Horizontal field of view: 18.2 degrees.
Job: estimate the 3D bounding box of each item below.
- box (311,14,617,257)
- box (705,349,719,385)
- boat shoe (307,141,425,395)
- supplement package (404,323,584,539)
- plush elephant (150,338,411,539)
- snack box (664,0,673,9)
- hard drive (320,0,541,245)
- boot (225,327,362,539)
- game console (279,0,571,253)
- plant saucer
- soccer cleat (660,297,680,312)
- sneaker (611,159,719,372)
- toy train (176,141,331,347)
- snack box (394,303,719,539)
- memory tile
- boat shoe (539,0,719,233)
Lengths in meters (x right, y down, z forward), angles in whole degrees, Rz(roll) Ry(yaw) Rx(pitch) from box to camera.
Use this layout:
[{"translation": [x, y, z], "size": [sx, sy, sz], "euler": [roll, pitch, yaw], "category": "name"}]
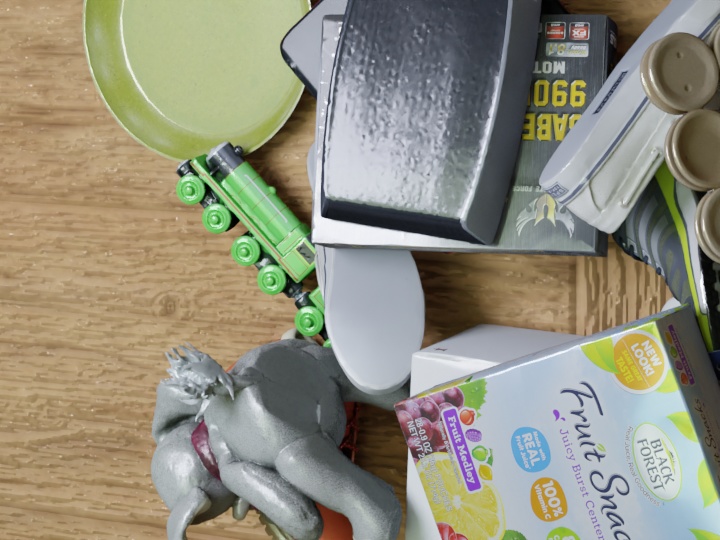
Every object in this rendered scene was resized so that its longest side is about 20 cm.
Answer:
[{"translation": [0.070, -0.091, 1.512], "size": [0.199, 0.048, 0.159], "euler": [3, 86, 17], "category": "box"}, {"translation": [0.279, 0.125, 1.450], "size": [0.121, 0.032, 0.200], "euler": [-12, 128, 29], "category": "box"}, {"translation": [0.000, 0.000, 1.586], "size": [0.072, 0.066, 0.201], "euler": [-14, 66, -4], "category": "boat shoe"}, {"translation": [0.106, 0.149, 1.559], "size": [0.117, 0.117, 0.201], "euler": [7, 103, 27], "category": "supplement package"}, {"translation": [-0.077, 0.132, 1.571], "size": [0.155, 0.199, 0.165], "euler": [-47, 32, 42], "category": "plush elephant"}, {"translation": [0.292, -0.130, 1.466], "size": [0.200, 0.024, 0.072], "euler": [45, 114, 14], "category": "snack box"}, {"translation": [0.043, -0.125, 1.475], "size": [0.134, 0.042, 0.201], "euler": [10, 88, 17], "category": "hard drive"}, {"translation": [-0.031, 0.141, 1.658], "size": [0.107, 0.075, 0.200], "euler": [-37, 80, 23], "category": "boot"}, {"translation": [0.063, -0.140, 1.557], "size": [0.177, 0.031, 0.200], "euler": [-41, 78, 10], "category": "game console"}, {"translation": [-0.116, -0.180, 1.669], "size": [0.199, 0.031, 0.201], "euler": [5, 100, 27], "category": "plant saucer"}, {"translation": [0.287, 0.057, 1.473], "size": [0.199, 0.069, 0.078], "euler": [9, 84, 34], "category": "soccer cleat"}, {"translation": [0.213, -0.019, 1.483], "size": [0.081, 0.074, 0.201], "euler": [-41, 49, 41], "category": "sneaker"}, {"translation": [-0.056, -0.013, 1.646], "size": [0.056, 0.042, 0.200], "euler": [-42, 88, 18], "category": "toy train"}, {"translation": [0.141, 0.131, 1.431], "size": [0.199, 0.068, 0.169], "euler": [-21, 90, 30], "category": "snack box"}, {"translation": [0.264, -0.065, 1.407], "size": [0.017, 0.153, 0.201], "euler": [-20, 88, 67], "category": "memory tile"}, {"translation": [0.199, -0.111, 1.441], "size": [0.070, 0.071, 0.200], "euler": [39, 79, -11], "category": "boat shoe"}]
